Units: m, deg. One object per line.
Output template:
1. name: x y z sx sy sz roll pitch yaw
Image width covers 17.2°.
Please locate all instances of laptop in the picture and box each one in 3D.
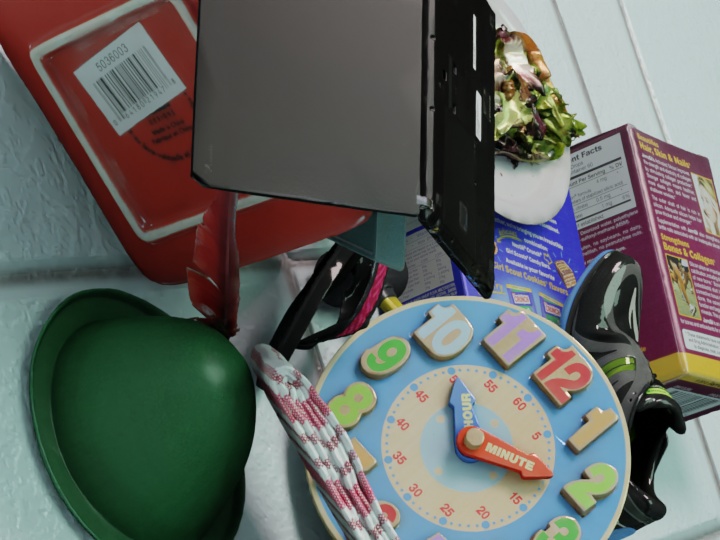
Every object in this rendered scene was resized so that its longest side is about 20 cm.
1. laptop: -0.002 -0.095 1.249 0.200 0.103 0.177 46 42 -63

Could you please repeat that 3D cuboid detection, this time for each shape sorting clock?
1. shape sorting clock: 0.065 0.107 1.441 0.200 0.039 0.200 3 64 -7

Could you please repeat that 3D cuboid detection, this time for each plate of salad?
1. plate of salad: 0.092 -0.127 1.615 0.200 0.048 0.200 34 44 -40

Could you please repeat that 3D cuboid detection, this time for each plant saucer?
1. plant saucer: -0.033 -0.057 1.400 0.019 0.200 0.070 -9 110 -32

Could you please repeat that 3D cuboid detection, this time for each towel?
1. towel: -0.001 0.129 1.320 0.200 0.030 0.146 61 -6 -7

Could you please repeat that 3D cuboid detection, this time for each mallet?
1. mallet: 0.044 0.055 1.503 0.066 0.041 0.200 5 38 -52

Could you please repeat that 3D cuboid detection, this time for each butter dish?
1. butter dish: -0.073 -0.116 1.335 0.148 0.200 0.200 -43 108 -43

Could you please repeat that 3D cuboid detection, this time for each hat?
1. hat: -0.065 0.057 1.277 0.200 0.176 0.166 36 43 -40

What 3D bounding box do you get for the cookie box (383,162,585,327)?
1. cookie box: 0.086 0.002 1.638 0.171 0.075 0.200 19 55 -50

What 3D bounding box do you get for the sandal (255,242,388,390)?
1. sandal: 0.000 0.000 1.466 0.045 0.075 0.200 37 58 -3

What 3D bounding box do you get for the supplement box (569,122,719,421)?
1. supplement box: 0.213 0.008 1.801 0.131 0.103 0.200 15 59 -52

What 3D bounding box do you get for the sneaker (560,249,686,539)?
1. sneaker: 0.178 0.082 1.580 0.071 0.083 0.200 29 55 -46
